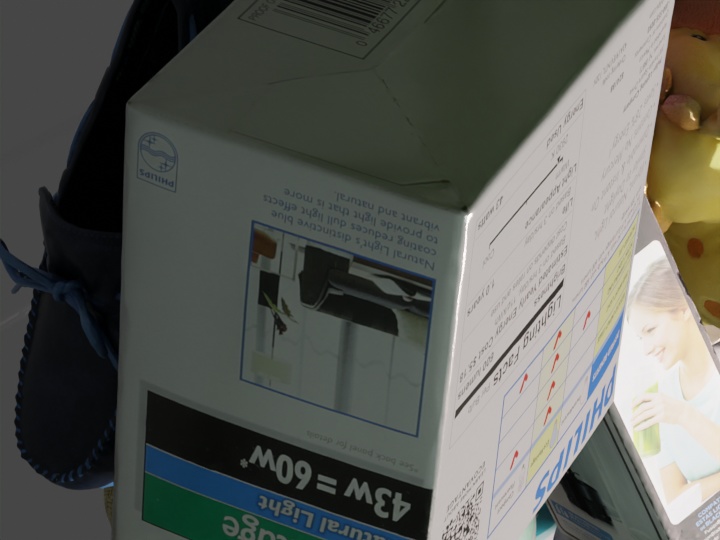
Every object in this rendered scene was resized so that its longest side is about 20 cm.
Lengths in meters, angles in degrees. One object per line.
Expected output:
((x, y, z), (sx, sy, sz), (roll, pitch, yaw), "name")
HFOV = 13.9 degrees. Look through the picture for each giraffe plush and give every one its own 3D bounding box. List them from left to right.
((0.151, -0.053, 1.314), (0.162, 0.172, 0.200), (58, 29, -43), "giraffe plush")

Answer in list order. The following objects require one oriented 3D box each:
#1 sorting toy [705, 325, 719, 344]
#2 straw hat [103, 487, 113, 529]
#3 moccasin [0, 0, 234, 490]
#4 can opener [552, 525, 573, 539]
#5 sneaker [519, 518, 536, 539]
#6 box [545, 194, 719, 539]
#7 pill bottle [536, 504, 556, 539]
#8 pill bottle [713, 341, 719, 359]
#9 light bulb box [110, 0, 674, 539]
((0.151, 0.003, 1.501), (0.200, 0.107, 0.180), (83, 18, -61), "sorting toy")
((-0.063, 0.101, 1.260), (0.201, 0.085, 0.201), (-35, 149, -25), "straw hat")
((-0.092, -0.018, 1.057), (0.068, 0.080, 0.200), (-2, 109, -61), "moccasin")
((0.135, 0.137, 1.527), (0.200, 0.053, 0.067), (-36, 142, -72), "can opener")
((-0.005, 0.152, 1.232), (0.201, 0.074, 0.118), (-54, 159, -11), "sneaker")
((0.102, 0.041, 1.278), (0.060, 0.117, 0.200), (-36, 121, -17), "box")
((0.060, 0.059, 1.462), (0.111, 0.111, 0.200), (-47, 158, -26), "pill bottle")
((0.125, 0.100, 1.676), (0.113, 0.113, 0.200), (-17, 137, -61), "pill bottle")
((0.013, -0.002, 1.039), (0.198, 0.125, 0.200), (-48, 151, -49), "light bulb box")
